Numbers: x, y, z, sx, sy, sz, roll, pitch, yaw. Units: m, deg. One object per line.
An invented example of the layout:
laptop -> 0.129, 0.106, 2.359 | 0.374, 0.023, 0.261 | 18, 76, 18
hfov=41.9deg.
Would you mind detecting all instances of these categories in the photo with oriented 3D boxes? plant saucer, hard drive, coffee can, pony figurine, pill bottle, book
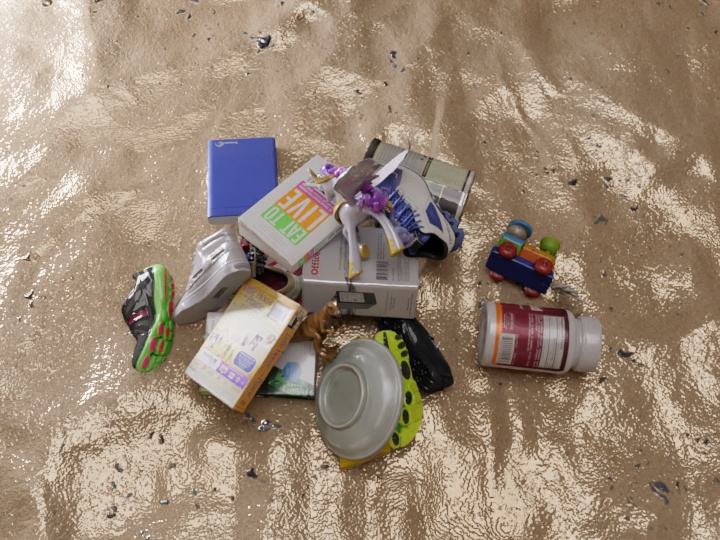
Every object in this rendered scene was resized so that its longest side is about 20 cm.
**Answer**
plant saucer -> -0.017, 0.208, 1.543 | 0.050, 0.200, 0.201 | 19, 54, -43
hard drive -> -0.222, -0.172, 1.774 | 0.131, 0.025, 0.201 | -4, 51, -5
coffee can -> 0.097, -0.145, 1.736 | 0.199, 0.147, 0.147 | 19, 65, 6
pony figurine -> 0.009, -0.113, 1.547 | 0.166, 0.193, 0.201 | -21, 83, -54
pill bottle -> 0.310, 0.120, 1.638 | 0.199, 0.114, 0.115 | 6, 64, -1
book -> -0.096, -0.099, 1.640 | 0.133, 0.048, 0.200 | 38, 64, 19

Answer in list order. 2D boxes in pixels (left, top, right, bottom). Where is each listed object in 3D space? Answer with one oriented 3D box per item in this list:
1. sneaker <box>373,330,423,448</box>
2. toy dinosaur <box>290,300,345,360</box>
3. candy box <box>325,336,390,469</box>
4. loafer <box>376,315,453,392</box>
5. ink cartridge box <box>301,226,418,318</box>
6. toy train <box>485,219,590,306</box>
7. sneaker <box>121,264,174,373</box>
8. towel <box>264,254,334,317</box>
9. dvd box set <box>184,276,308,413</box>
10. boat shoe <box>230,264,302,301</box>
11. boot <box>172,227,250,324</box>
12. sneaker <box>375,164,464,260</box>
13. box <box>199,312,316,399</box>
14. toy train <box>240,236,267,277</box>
sneaker -> 0.054, 0.205, 1.604 | 0.074, 0.084, 0.201 | 2, 67, -25
toy dinosaur -> -0.084, 0.104, 1.590 | 0.106, 0.200, 0.060 | 53, 38, -9
candy box -> -0.007, 0.223, 1.584 | 0.026, 0.102, 0.201 | 14, 56, -40
loafer -> 0.094, 0.130, 1.655 | 0.070, 0.068, 0.201 | 2, 45, -45
ink cartridge box -> 0.000, 0.000, 1.651 | 0.199, 0.084, 0.146 | 4, 45, -1
toy train -> 0.341, -0.013, 1.729 | 0.199, 0.085, 0.116 | 25, 52, 9
sneaker -> -0.376, 0.088, 1.650 | 0.083, 0.077, 0.201 | -7, 61, 14
towel -> -0.124, 0.016, 1.716 | 0.144, 0.023, 0.200 | -28, 69, -15
dvd box set -> -0.191, 0.120, 1.563 | 0.146, 0.029, 0.201 | 25, 79, 41
boat shoe -> -0.204, 0.012, 1.672 | 0.199, 0.066, 0.074 | 4, 74, 12
boot -> -0.267, 0.009, 1.635 | 0.073, 0.200, 0.096 | 9, 52, -48
sneaker -> 0.092, -0.090, 1.611 | 0.199, 0.081, 0.115 | 44, 31, -6
box -> -0.174, 0.148, 1.633 | 0.199, 0.036, 0.145 | 1, 69, 2
toy train -> -0.193, -0.045, 1.677 | 0.046, 0.034, 0.200 | -1, 28, -9
